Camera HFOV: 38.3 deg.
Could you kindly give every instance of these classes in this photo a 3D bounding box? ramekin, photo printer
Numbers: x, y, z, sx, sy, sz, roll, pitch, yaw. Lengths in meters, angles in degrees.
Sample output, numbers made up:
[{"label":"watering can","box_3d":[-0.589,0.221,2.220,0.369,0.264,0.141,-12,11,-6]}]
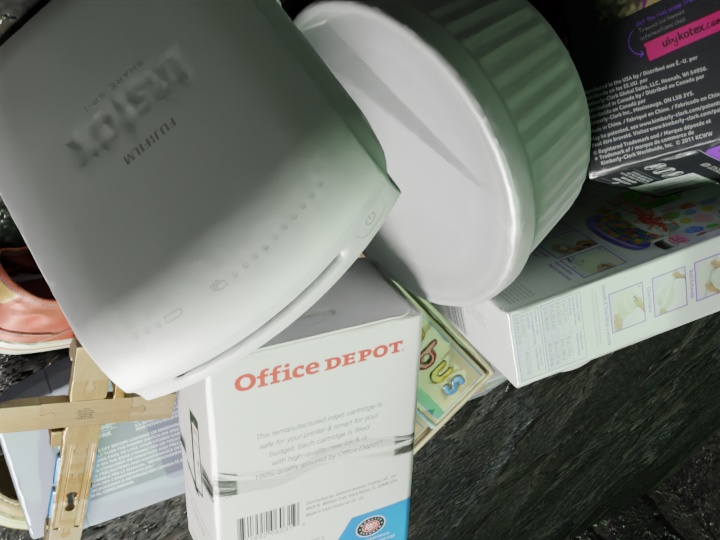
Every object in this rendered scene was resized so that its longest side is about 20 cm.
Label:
[{"label":"ramekin","box_3d":[0.048,-0.087,0.622,0.094,0.202,0.203,-36,157,-26]},{"label":"photo printer","box_3d":[-0.087,-0.053,0.489,0.166,0.201,0.069,-38,155,6]}]

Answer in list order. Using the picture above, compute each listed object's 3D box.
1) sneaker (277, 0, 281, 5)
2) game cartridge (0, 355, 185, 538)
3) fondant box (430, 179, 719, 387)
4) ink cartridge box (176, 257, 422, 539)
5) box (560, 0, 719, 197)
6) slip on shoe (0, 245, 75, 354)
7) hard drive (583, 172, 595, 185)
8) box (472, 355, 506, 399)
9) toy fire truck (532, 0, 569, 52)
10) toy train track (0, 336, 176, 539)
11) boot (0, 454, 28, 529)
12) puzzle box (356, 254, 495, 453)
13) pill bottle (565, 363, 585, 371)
[{"label":"sneaker","box_3d":[-0.069,-0.052,0.577,0.075,0.115,0.202,1,118,-53]},{"label":"game cartridge","box_3d":[-0.154,0.108,0.748,0.198,0.041,0.135,-16,127,-19]},{"label":"fondant box","box_3d":[0.158,-0.006,0.703,0.198,0.144,0.059,-20,115,-12]},{"label":"ink cartridge box","box_3d":[-0.043,0.105,0.697,0.145,0.084,0.202,-11,122,-22]},{"label":"box","box_3d":[0.195,-0.159,0.645,0.105,0.202,0.122,-12,169,34]},{"label":"slip on shoe","box_3d":[-0.147,0.003,0.664,0.198,0.074,0.061,-11,142,-35]},{"label":"hard drive","box_3d":[0.226,-0.085,0.801,0.131,0.026,0.202,18,103,-31]},{"label":"box","box_3d":[0.067,0.118,1.028,0.154,0.042,0.200,-19,167,-8]},{"label":"toy fire truck","box_3d":[0.111,-0.119,0.769,0.199,0.049,0.142,-27,140,-21]},{"label":"toy train track","box_3d":[-0.189,0.113,0.685,0.114,0.033,0.201,-1,130,-27]},{"label":"boot","box_3d":[-0.189,0.118,0.807,0.199,0.072,0.155,-6,140,-48]},{"label":"puzzle box","box_3d":[0.004,0.066,0.771,0.133,0.025,0.200,-45,128,1]},{"label":"pill bottle","box_3d":[0.192,0.037,1.031,0.111,0.111,0.200,-41,177,11]}]
